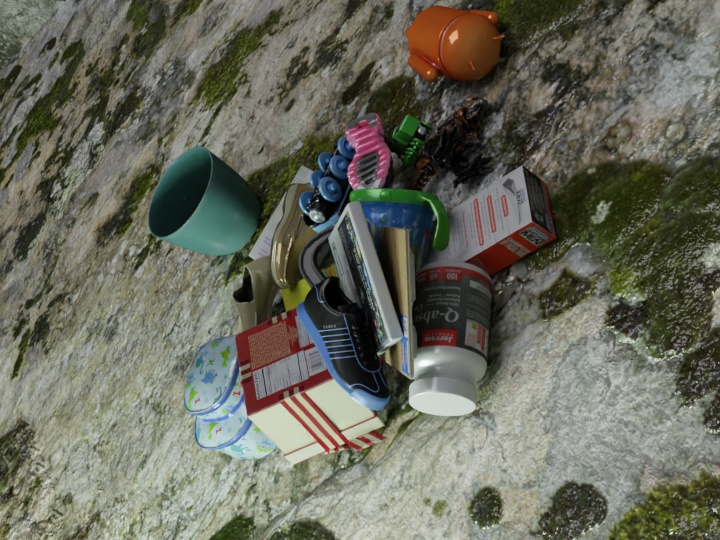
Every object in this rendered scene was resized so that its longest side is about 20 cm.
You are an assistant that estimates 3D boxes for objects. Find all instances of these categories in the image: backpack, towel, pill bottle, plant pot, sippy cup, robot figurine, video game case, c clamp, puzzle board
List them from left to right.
[{"bbox_3d":[-0.301,-0.122,2.050,0.200,0.161,0.201,-27,48,35],"label":"plant pot"},{"bbox_3d":[-0.211,0.212,1.740,0.183,0.147,0.200,-17,57,45],"label":"backpack"},{"bbox_3d":[-0.071,0.047,1.737,0.200,0.018,0.086,-23,78,53],"label":"towel"},{"bbox_3d":[0.000,0.000,1.637,0.171,0.027,0.200,-47,71,11],"label":"c clamp"},{"bbox_3d":[0.005,0.020,1.475,0.182,0.023,0.200,127,127,-73],"label":"video game case"},{"bbox_3d":[0.048,-0.051,1.549,0.178,0.139,0.131,168,105,-78],"label":"sippy cup"},{"bbox_3d":[0.054,0.040,1.424,0.151,0.017,0.201,-161,68,-78],"label":"puzzle board"},{"bbox_3d":[0.126,0.097,1.459,0.116,0.116,0.200,-19,53,41],"label":"pill bottle"},{"bbox_3d":[0.158,-0.385,1.744,0.200,0.144,0.117,32,124,53],"label":"robot figurine"}]

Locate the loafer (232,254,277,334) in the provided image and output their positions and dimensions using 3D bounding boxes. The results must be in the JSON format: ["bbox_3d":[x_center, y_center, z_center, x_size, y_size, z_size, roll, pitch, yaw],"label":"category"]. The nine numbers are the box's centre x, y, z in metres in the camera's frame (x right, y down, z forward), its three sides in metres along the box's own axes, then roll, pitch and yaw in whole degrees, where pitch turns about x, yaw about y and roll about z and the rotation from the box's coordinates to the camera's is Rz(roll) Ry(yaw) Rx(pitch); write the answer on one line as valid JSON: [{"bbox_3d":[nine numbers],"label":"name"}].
[{"bbox_3d":[-0.198,0.063,1.847,0.076,0.068,0.200,39,121,53],"label":"loafer"}]

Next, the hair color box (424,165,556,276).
[{"bbox_3d":[0.188,-0.055,1.533,0.200,0.064,0.111,-33,44,34],"label":"hair color box"}]

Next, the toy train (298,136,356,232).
[{"bbox_3d":[-0.026,-0.142,1.762,0.087,0.114,0.200,-32,27,44],"label":"toy train"}]

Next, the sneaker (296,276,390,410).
[{"bbox_3d":[-0.013,0.100,1.442,0.200,0.070,0.078,53,123,18],"label":"sneaker"}]

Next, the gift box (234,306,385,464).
[{"bbox_3d":[-0.061,0.175,1.569,0.200,0.187,0.185,-20,49,12],"label":"gift box"}]

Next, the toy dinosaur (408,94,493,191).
[{"bbox_3d":[0.147,-0.194,1.673,0.136,0.102,0.200,-127,54,-66],"label":"toy dinosaur"}]

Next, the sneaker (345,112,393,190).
[{"bbox_3d":[0.026,-0.173,1.700,0.079,0.095,0.200,-16,42,14],"label":"sneaker"}]

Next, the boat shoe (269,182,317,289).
[{"bbox_3d":[-0.104,-0.064,1.784,0.076,0.072,0.200,0,70,26],"label":"boat shoe"}]

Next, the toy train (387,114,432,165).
[{"bbox_3d":[0.077,-0.216,1.695,0.042,0.056,0.200,-63,2,-7],"label":"toy train"}]

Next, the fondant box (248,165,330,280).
[{"bbox_3d":[-0.106,-0.080,1.887,0.144,0.058,0.200,32,92,52],"label":"fondant box"}]

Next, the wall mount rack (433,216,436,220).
[{"bbox_3d":[0.049,-0.016,1.664,0.200,0.075,0.174,-41,73,24],"label":"wall mount rack"}]
